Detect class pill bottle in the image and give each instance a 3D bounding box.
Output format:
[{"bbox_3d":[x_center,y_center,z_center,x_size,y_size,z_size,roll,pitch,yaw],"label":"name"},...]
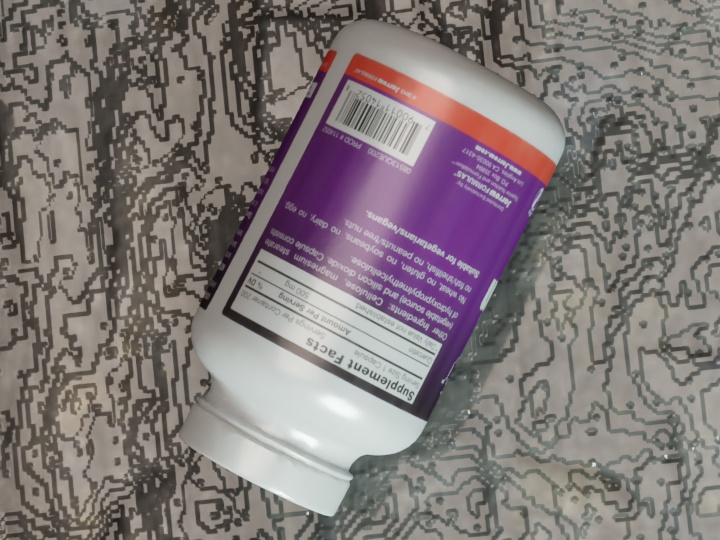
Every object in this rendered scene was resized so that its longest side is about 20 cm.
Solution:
[{"bbox_3d":[0.000,0.000,1.131,0.112,0.112,0.201,27,90,11],"label":"pill bottle"}]
